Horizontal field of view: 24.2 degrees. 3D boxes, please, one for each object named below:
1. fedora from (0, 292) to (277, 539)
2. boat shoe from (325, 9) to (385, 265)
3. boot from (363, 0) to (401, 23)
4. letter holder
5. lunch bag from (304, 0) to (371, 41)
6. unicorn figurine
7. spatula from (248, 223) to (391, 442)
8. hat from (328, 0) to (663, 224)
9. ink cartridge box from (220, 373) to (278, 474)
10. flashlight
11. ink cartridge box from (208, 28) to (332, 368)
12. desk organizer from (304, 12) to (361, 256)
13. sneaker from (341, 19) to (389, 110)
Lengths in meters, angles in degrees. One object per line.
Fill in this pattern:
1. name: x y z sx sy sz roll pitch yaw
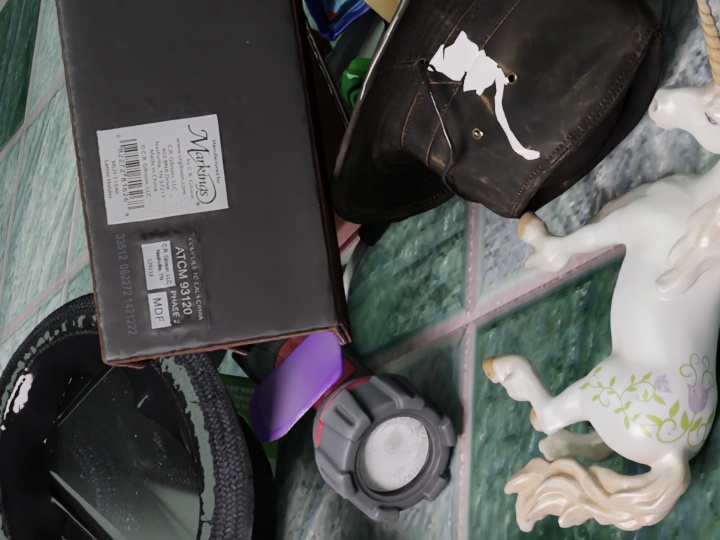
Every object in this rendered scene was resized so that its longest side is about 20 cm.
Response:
1. fedora: -0.110 0.111 0.881 0.199 0.091 0.203 -8 77 35
2. boat shoe: 0.005 -0.088 0.932 0.202 0.069 0.072 -59 19 26
3. boot: 0.054 -0.212 0.706 0.200 0.066 0.176 -49 20 20
4. letter holder: -0.066 -0.063 0.750 0.142 0.099 0.202 55 -154 -84
5. lunch bag: 0.038 -0.238 0.874 0.199 0.094 0.151 -31 30 23
6. unicorn figurine: 0.112 0.003 0.653 0.137 0.073 0.203 -1 91 56
7. spatula: 0.000 0.000 0.818 0.201 0.020 0.057 -61 22 20
8. hat: 0.077 -0.081 0.708 0.081 0.200 0.202 40 121 23
9. ink cartridge box: -0.128 0.160 0.971 0.084 0.143 0.202 131 147 -70
10. flashlight: -0.020 0.062 0.887 0.200 0.068 0.068 35 150 59
11. ink cartridge box: -0.080 -0.046 0.989 0.116 0.067 0.202 57 -125 -82
12. desk organizer: -0.068 -0.098 0.873 0.072 0.076 0.202 -43 63 48
13. sneaker: 0.050 -0.142 0.800 0.201 0.085 0.078 -63 -3 26
